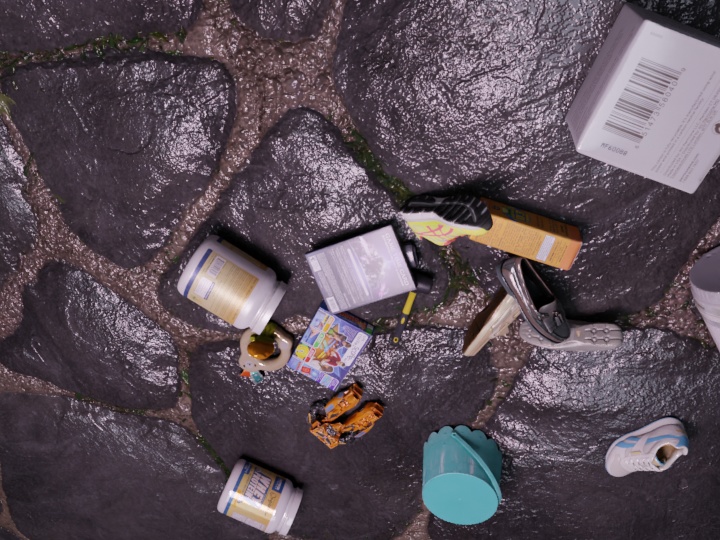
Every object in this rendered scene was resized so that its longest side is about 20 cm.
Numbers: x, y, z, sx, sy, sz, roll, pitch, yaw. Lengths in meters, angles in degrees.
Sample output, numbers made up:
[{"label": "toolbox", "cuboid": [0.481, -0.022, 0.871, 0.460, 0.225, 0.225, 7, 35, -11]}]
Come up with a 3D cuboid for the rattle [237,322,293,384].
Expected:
[{"label": "rattle", "cuboid": [-0.243, 0.226, 1.378, 0.129, 0.144, 0.200, 30, 118, -25]}]

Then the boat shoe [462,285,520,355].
[{"label": "boat shoe", "cuboid": [0.281, 0.108, 1.224, 0.065, 0.072, 0.201, 29, 115, -7]}]

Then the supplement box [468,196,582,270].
[{"label": "supplement box", "cuboid": [0.305, -0.070, 1.115, 0.198, 0.067, 0.069, 16, 122, 3]}]

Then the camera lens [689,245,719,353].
[{"label": "camera lens", "cuboid": [0.692, 0.067, 1.049, 0.159, 0.160, 0.201, -27, 111, 25]}]

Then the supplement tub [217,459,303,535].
[{"label": "supplement tub", "cuboid": [-0.268, 0.612, 1.604, 0.198, 0.145, 0.146, 24, 123, -2]}]

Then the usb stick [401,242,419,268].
[{"label": "usb stick", "cuboid": [0.023, -0.020, 1.229, 0.198, 0.033, 0.056, -8, 116, 18]}]

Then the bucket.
[{"label": "bucket", "cuboid": [0.241, 0.490, 1.419, 0.205, 0.135, 0.209, 6, 123, 9]}]

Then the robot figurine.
[{"label": "robot figurine", "cuboid": [-0.045, 0.362, 1.455, 0.145, 0.058, 0.200, 42, 120, -11]}]

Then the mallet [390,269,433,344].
[{"label": "mallet", "cuboid": [0.090, 0.080, 1.273, 0.065, 0.041, 0.201, 24, 126, -1]}]

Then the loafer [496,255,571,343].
[{"label": "loafer", "cuboid": [0.340, 0.057, 1.138, 0.200, 0.072, 0.063, 50, 151, -5]}]

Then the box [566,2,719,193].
[{"label": "box", "cuboid": [0.451, -0.263, 0.904, 0.198, 0.172, 0.200, 20, 123, 0]}]

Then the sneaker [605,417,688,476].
[{"label": "sneaker", "cuboid": [0.624, 0.404, 1.311, 0.076, 0.081, 0.200, 35, 123, -11]}]

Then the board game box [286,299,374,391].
[{"label": "board game box", "cuboid": [-0.070, 0.175, 1.364, 0.134, 0.035, 0.201, 29, 123, -5]}]

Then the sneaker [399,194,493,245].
[{"label": "sneaker", "cuboid": [0.167, -0.086, 1.106, 0.199, 0.078, 0.091, 16, 140, 48]}]

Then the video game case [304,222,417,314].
[{"label": "video game case", "cuboid": [0.000, 0.000, 1.216, 0.198, 0.019, 0.144, -18, 106, 20]}]

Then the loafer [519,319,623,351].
[{"label": "loafer", "cuboid": [0.424, 0.133, 1.205, 0.198, 0.071, 0.070, 4, 163, 27]}]

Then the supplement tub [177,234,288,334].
[{"label": "supplement tub", "cuboid": [-0.267, 0.033, 1.261, 0.199, 0.145, 0.145, 32, 122, -6]}]
